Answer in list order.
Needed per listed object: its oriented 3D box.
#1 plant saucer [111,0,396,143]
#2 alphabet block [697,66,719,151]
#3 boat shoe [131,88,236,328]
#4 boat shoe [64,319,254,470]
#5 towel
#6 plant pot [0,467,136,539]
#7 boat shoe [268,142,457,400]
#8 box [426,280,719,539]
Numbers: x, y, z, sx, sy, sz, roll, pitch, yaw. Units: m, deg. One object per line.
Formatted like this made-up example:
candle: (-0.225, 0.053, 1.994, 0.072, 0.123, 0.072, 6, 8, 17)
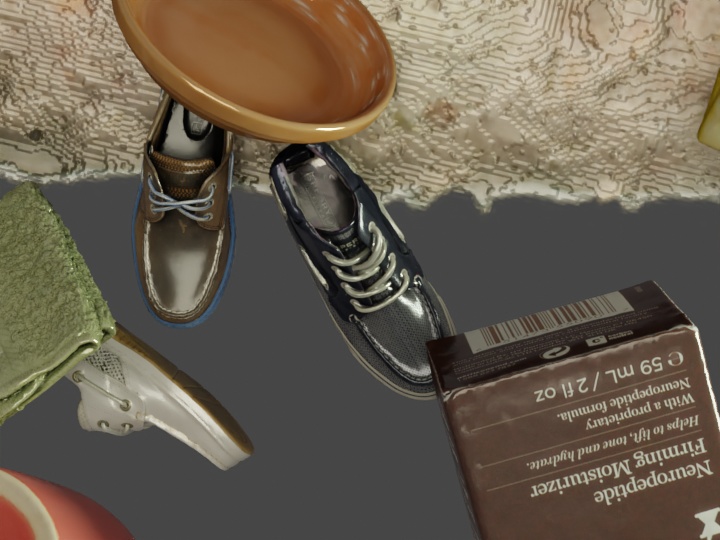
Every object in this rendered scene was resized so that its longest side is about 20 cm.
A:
plant saucer: (-0.073, -0.150, 1.608, 0.200, 0.200, 0.038, 32, 127, 2)
alphabet block: (0.352, -0.163, 1.548, 0.199, 0.196, 0.197, 23, 57, 1)
boat shoe: (-0.120, -0.062, 1.645, 0.072, 0.072, 0.201, 3, 87, 3)
boat shoe: (-0.163, 0.080, 1.647, 0.200, 0.071, 0.069, 37, 90, 12)
towel: (-0.242, 0.028, 1.598, 0.148, 0.200, 0.037, -36, 128, 4)
plant pot: (-0.237, 0.212, 1.563, 0.200, 0.177, 0.201, -2, 70, 6)
boat shoe: (0.000, 0.000, 1.630, 0.075, 0.093, 0.200, -35, 87, 0)
box: (0.148, 0.132, 1.567, 0.165, 0.164, 0.201, -16, 100, 0)
